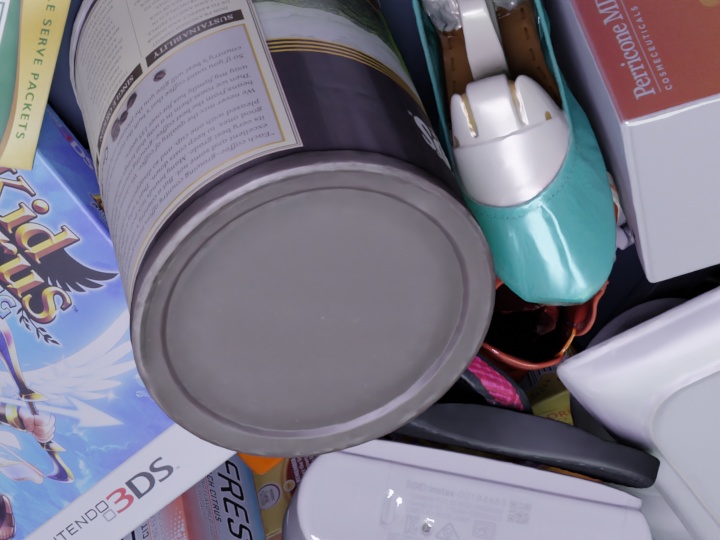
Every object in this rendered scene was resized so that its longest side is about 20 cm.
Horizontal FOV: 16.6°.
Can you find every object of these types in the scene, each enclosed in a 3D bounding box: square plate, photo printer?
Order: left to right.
[{"bbox_3d":[0.045,0.134,1.207,0.166,0.070,0.200,11,168,-2],"label":"photo printer"},{"bbox_3d":[0.221,0.064,1.145,0.200,0.028,0.198,-26,133,17],"label":"square plate"}]

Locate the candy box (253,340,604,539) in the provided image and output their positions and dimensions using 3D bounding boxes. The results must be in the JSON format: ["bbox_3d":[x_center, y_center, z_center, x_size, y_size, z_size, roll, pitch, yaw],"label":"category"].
[{"bbox_3d":[0.047,0.115,1.342,0.200,0.057,0.117,-28,136,10],"label":"candy box"}]

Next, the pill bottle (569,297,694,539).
[{"bbox_3d":[0.192,0.101,1.285,0.113,0.114,0.200,-30,140,14],"label":"pill bottle"}]

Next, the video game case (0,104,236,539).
[{"bbox_3d":[-0.164,0.040,1.130,0.181,0.045,0.200,-38,96,19],"label":"video game case"}]

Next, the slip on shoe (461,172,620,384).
[{"bbox_3d":[0.068,0.020,1.131,0.074,0.061,0.200,7,153,-13],"label":"slip on shoe"}]

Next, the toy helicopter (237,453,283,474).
[{"bbox_3d":[0.000,0.000,1.165,0.079,0.132,0.200,47,126,-2],"label":"toy helicopter"}]

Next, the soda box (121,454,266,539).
[{"bbox_3d":[-0.088,0.136,1.190,0.068,0.200,0.064,-37,133,23],"label":"soda box"}]

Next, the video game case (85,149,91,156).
[{"bbox_3d":[-0.114,0.017,1.221,0.143,0.017,0.200,-4,135,-13],"label":"video game case"}]

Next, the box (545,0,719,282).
[{"bbox_3d":[0.194,-0.107,1.088,0.199,0.152,0.106,-17,139,0],"label":"box"}]

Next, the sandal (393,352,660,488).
[{"bbox_3d":[0.044,0.056,1.113,0.200,0.045,0.075,15,174,-18],"label":"sandal"}]

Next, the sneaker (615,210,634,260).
[{"bbox_3d":[0.121,-0.052,1.192,0.200,0.075,0.081,-25,127,-1],"label":"sneaker"}]

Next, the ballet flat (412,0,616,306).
[{"bbox_3d":[0.055,-0.079,1.040,0.067,0.200,0.070,-21,151,14],"label":"ballet flat"}]

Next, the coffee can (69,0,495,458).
[{"bbox_3d":[-0.039,-0.041,1.039,0.146,0.200,0.147,-8,129,-10],"label":"coffee can"}]

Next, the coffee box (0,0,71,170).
[{"bbox_3d":[-0.217,-0.116,1.003,0.200,0.044,0.123,10,107,-24],"label":"coffee box"}]
